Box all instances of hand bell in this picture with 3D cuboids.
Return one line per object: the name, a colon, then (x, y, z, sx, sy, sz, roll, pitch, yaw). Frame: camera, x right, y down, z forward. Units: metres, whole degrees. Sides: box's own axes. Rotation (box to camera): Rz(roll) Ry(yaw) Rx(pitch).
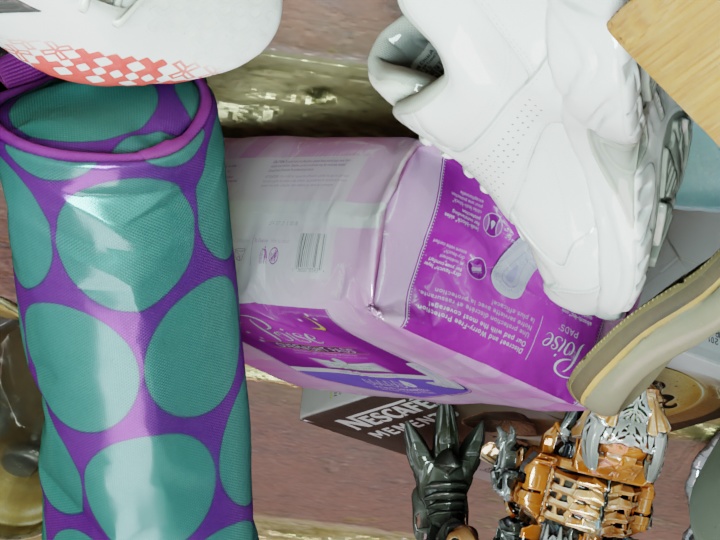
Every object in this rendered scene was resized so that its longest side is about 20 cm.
hand bell: (-0.095, 0.028, 1.196, 0.104, 0.104, 0.200, -9, -168, 36)

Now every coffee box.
coffee box: (0.078, 0.022, 1.192, 0.113, 0.080, 0.200, 20, 155, -33)

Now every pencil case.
pencil case: (-0.085, 0.024, 1.017, 0.085, 0.200, 0.092, -23, -143, -30)

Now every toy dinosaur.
toy dinosaur: (0.066, 0.119, 1.132, 0.102, 0.136, 0.200, 32, 108, -21)

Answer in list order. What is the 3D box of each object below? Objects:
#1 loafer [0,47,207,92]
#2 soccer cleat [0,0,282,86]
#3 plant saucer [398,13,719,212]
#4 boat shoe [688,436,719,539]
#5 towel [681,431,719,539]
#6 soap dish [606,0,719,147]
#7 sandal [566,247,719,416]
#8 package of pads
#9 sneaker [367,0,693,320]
loafer: (-0.135, -0.076, 1.023, 0.072, 0.063, 0.200, -14, 152, 43)
soccer cleat: (-0.115, -0.110, 0.922, 0.200, 0.069, 0.085, 18, 166, -15)
plant saucer: (0.112, -0.076, 0.973, 0.199, 0.036, 0.200, 9, 158, 4)
boat shoe: (0.188, 0.079, 1.162, 0.070, 0.201, 0.072, -30, 104, 28)
towel: (0.268, 0.117, 1.380, 0.165, 0.086, 0.200, 12, 159, -17)
soap dish: (0.181, -0.100, 0.765, 0.157, 0.081, 0.200, -12, 167, -27)
sandal: (0.149, 0.001, 0.941, 0.200, 0.054, 0.080, -41, 171, 36)
package of pads: (0.000, 0.000, 1.087, 0.120, 0.076, 0.200, 24, 168, -32)
sneaker: (0.054, -0.054, 0.926, 0.099, 0.078, 0.200, 12, 150, 15)
